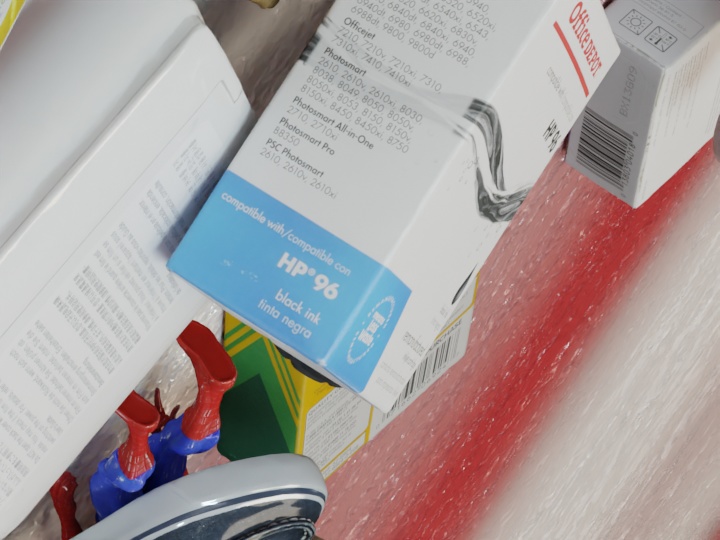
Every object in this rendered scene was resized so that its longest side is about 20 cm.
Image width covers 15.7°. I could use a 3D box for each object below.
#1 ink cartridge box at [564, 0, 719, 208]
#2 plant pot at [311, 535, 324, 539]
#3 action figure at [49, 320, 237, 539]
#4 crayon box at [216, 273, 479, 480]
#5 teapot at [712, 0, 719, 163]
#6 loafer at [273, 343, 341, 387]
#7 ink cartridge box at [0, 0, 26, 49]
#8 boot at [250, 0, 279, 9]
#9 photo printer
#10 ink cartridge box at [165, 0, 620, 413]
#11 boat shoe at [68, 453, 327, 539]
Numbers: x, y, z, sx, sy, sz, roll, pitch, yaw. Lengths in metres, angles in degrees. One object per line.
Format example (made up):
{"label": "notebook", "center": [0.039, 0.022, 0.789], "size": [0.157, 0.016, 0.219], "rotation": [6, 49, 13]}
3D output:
{"label": "ink cartridge box", "center": [0.188, -0.132, 1.331], "size": [0.200, 0.050, 0.109], "rotation": [-43, 156, -29]}
{"label": "plant pot", "center": [-0.094, 0.230, 1.159], "size": [0.200, 0.187, 0.187], "rotation": [-15, 139, -38]}
{"label": "action figure", "center": [-0.094, 0.091, 1.088], "size": [0.065, 0.052, 0.200], "rotation": [-34, 157, -30]}
{"label": "crayon box", "center": [0.000, 0.000, 1.139], "size": [0.126, 0.052, 0.200], "rotation": [-40, 156, -30]}
{"label": "teapot", "center": [0.225, -0.161, 1.207], "size": [0.200, 0.197, 0.146], "rotation": [-18, 167, -30]}
{"label": "loafer", "center": [0.025, -0.049, 1.009], "size": [0.070, 0.068, 0.201], "rotation": [-16, -129, 57]}
{"label": "ink cartridge box", "center": [-0.122, -0.142, 0.669], "size": [0.198, 0.047, 0.200], "rotation": [-59, 160, 15]}
{"label": "boot", "center": [0.018, -0.177, 0.891], "size": [0.200, 0.066, 0.175], "rotation": [-54, 153, 6]}
{"label": "photo printer", "center": [-0.118, 0.005, 0.869], "size": [0.200, 0.069, 0.166], "rotation": [-50, 160, -10]}
{"label": "ink cartridge box", "center": [0.027, -0.058, 0.901], "size": [0.200, 0.068, 0.116], "rotation": [-58, 165, -3]}
{"label": "boat shoe", "center": [-0.091, 0.150, 1.036], "size": [0.200, 0.091, 0.071], "rotation": [-24, 154, -12]}
